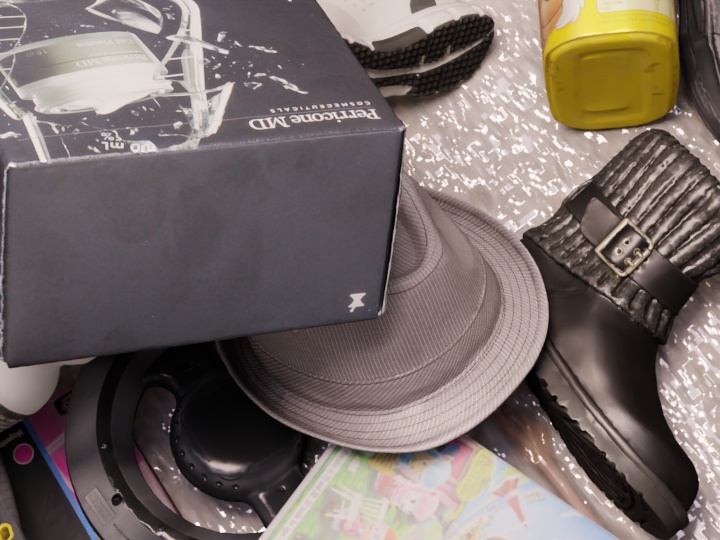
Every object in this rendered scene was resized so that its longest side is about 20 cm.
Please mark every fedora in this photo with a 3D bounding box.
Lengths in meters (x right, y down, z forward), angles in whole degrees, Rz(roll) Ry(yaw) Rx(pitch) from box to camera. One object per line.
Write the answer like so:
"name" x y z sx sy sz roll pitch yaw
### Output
"fedora" 0.000 0.000 1.200 0.177 0.090 0.200 -40 50 -17

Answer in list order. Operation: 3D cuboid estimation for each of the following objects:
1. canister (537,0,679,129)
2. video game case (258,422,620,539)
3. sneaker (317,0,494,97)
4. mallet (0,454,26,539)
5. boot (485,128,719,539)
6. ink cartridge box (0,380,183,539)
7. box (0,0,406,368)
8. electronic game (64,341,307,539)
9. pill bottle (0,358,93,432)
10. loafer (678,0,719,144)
"canister" 0.142 -0.201 1.287 0.086 0.149 0.200 -5 71 6
"video game case" 0.024 0.186 1.163 0.182 0.022 0.200 33 77 20
"sneaker" -0.016 -0.135 1.299 0.200 0.074 0.080 -16 50 -39
"mallet" -0.230 0.097 1.258 0.066 0.041 0.200 -21 47 5
"boot" 0.169 0.031 1.233 0.158 0.079 0.211 -32 68 -4
"ink cartridge box" -0.146 0.165 1.256 0.095 0.037 0.200 -33 71 -4
"box" -0.107 -0.064 1.106 0.200 0.124 0.197 -7 38 -20
"electronic game" -0.071 0.096 1.252 0.200 0.042 0.200 3 62 -5
"pill bottle" -0.239 0.046 1.199 0.200 0.116 0.117 -29 68 12
"loafer" 0.226 -0.159 1.293 0.068 0.070 0.201 -2 68 -17
